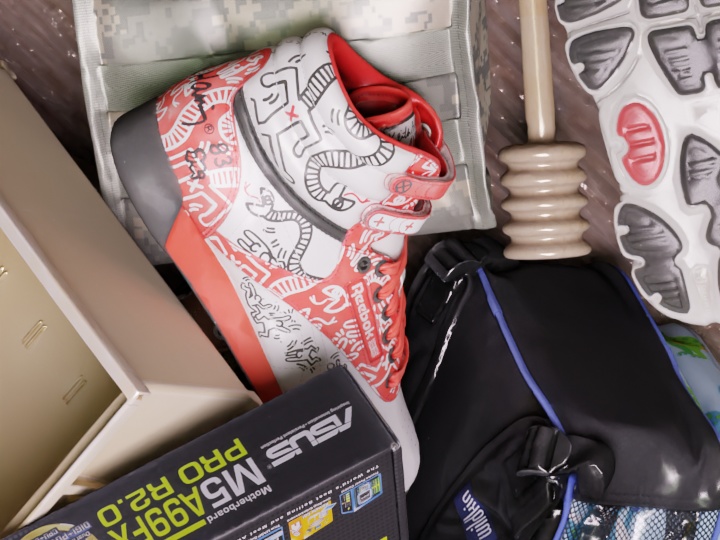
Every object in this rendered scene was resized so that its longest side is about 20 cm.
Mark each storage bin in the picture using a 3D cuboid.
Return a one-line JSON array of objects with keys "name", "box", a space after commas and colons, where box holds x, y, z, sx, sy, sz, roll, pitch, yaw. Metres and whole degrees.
[{"name": "storage bin", "box": [-0.172, 0.045, 1.019, 0.199, 0.094, 0.200, -48, 64, 19]}]

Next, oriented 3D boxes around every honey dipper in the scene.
[{"name": "honey dipper", "box": [0.072, -0.105, 1.080, 0.038, 0.038, 0.201, -3, 95, 3]}]

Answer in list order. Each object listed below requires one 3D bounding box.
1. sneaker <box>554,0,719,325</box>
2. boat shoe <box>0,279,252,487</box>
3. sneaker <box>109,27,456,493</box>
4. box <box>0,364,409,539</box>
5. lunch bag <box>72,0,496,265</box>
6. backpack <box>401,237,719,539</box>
[{"name": "sneaker", "box": [0.129, -0.079, 1.091, 0.080, 0.083, 0.201, -5, 102, 12]}, {"name": "boat shoe", "box": [-0.062, 0.039, 1.095, 0.200, 0.068, 0.072, -31, 109, -8]}, {"name": "sneaker", "box": [0.000, 0.000, 1.014, 0.108, 0.067, 0.202, -26, 115, 17]}, {"name": "box", "box": [-0.075, 0.136, 0.987, 0.200, 0.044, 0.160, -27, 146, -15]}, {"name": "lunch bag", "box": [-0.032, -0.115, 1.059, 0.163, 0.118, 0.201, -6, 110, 2]}, {"name": "backpack", "box": [0.081, 0.115, 1.112, 0.146, 0.183, 0.201, 9, 119, -23]}]
